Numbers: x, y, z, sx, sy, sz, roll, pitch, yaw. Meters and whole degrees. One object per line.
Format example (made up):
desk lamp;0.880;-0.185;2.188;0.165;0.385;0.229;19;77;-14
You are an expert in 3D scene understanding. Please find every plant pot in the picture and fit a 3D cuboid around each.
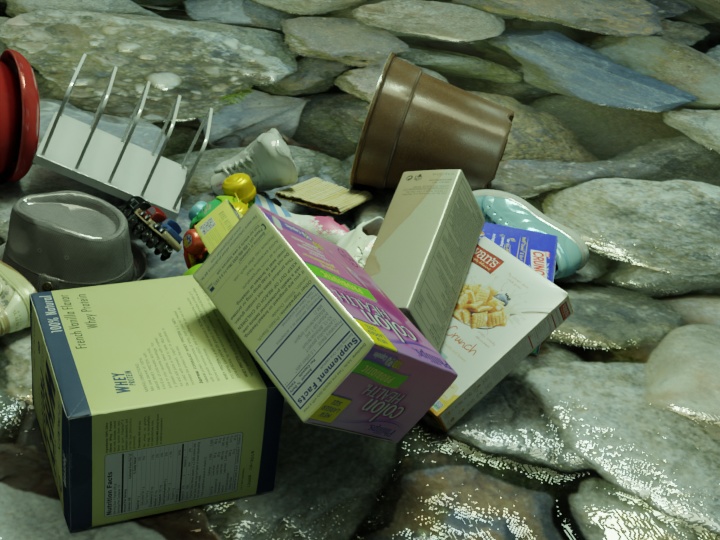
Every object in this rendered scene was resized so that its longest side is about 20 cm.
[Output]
plant pot;-0.532;-0.203;1.472;0.182;0.201;0.200;-1;31;-32
plant pot;0.107;-0.189;1.604;0.197;0.201;0.201;18;32;3

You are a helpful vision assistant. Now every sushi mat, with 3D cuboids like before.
sushi mat;-0.047;-0.104;1.527;0.095;0.012;0.200;14;13;10

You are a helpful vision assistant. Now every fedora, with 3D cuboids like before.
fedora;-0.355;-0.037;1.332;0.199;0.091;0.177;17;32;15

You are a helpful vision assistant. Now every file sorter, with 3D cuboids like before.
file sorter;-0.314;-0.186;1.497;0.199;0.125;0.139;22;27;-16

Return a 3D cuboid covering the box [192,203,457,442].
box;-0.032;0.053;1.067;0.200;0.097;0.176;49;12;31

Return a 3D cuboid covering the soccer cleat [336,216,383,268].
soccer cleat;0.000;0.000;1.286;0.069;0.078;0.200;38;23;-19

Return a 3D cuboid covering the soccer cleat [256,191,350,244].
soccer cleat;-0.097;-0.040;1.430;0.199;0.070;0.086;22;42;32

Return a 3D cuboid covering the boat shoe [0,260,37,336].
boat shoe;-0.446;0.007;1.258;0.199;0.074;0.063;29;38;27

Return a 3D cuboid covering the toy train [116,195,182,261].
toy train;-0.262;-0.057;1.389;0.046;0.034;0.200;-45;31;-6

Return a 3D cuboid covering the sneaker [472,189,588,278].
sneaker;0.207;-0.050;1.498;0.199;0.074;0.082;25;31;27

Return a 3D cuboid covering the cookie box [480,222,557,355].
cookie box;0.137;0.009;1.382;0.199;0.076;0.171;12;34;7

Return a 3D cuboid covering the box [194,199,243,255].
box;-0.097;0.012;1.226;0.050;0.200;0.075;-40;42;3

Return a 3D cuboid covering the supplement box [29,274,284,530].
supplement box;-0.202;0.118;1.073;0.199;0.135;0.200;-7;35;-24

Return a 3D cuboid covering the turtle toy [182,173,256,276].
turtle toy;-0.161;-0.014;1.314;0.100;0.146;0.200;-14;30;6

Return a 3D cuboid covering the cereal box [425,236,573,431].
cereal box;0.117;0.065;1.233;0.200;0.040;0.144;-42;48;-12

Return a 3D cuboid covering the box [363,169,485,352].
box;0.066;-0.009;1.230;0.077;0.095;0.201;1;50;31

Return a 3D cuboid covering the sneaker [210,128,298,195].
sneaker;-0.150;-0.129;1.500;0.099;0.078;0.200;-27;0;-22
